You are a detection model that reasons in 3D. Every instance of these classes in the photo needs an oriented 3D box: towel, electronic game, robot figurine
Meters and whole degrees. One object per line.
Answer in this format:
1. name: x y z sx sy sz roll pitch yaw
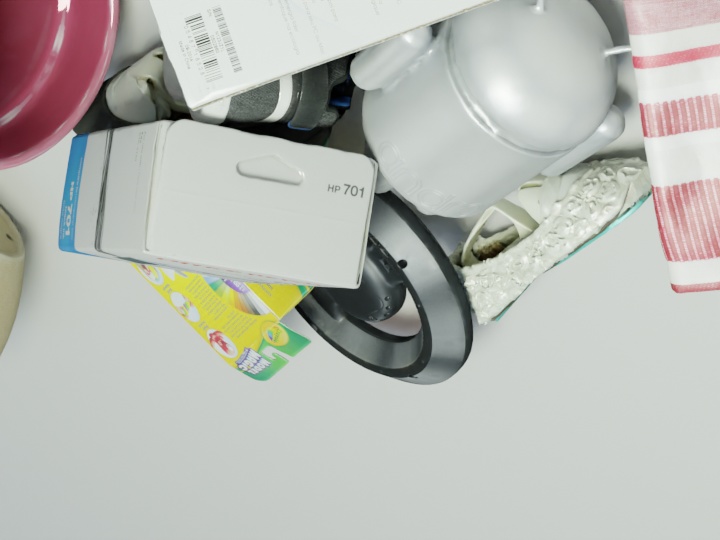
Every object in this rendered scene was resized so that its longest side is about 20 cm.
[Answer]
1. towel: 0.232 -0.083 1.068 0.143 0.023 0.201 -5 112 18
2. electronic game: 0.000 0.000 1.338 0.200 0.042 0.201 33 148 24
3. robot figurine: 0.078 -0.106 1.143 0.169 0.114 0.200 18 148 -27

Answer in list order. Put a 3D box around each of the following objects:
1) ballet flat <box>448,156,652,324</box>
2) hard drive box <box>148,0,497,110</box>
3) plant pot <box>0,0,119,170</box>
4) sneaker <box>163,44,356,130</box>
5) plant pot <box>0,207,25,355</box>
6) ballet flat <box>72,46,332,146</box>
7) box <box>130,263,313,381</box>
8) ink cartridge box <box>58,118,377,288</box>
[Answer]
1. ballet flat: 0.115 -0.028 1.236 0.072 0.072 0.200 38 140 -8
2. hard drive box: -0.024 -0.196 1.019 0.199 0.077 0.157 -18 101 6
3. plant pot: -0.291 -0.183 1.262 0.178 0.200 0.201 20 142 39
4. sneaker: -0.061 -0.132 1.199 0.111 0.200 0.073 5 112 -16
5. plant pot: -0.347 0.000 1.498 0.134 0.200 0.200 -43 105 14
6. ballet flat: -0.114 -0.121 1.291 0.199 0.068 0.069 4 144 18
7. box: -0.115 -0.010 1.385 0.200 0.048 0.117 48 150 -1
8. ink cartridge box: -0.096 -0.041 1.203 0.146 0.086 0.200 10 178 -23
